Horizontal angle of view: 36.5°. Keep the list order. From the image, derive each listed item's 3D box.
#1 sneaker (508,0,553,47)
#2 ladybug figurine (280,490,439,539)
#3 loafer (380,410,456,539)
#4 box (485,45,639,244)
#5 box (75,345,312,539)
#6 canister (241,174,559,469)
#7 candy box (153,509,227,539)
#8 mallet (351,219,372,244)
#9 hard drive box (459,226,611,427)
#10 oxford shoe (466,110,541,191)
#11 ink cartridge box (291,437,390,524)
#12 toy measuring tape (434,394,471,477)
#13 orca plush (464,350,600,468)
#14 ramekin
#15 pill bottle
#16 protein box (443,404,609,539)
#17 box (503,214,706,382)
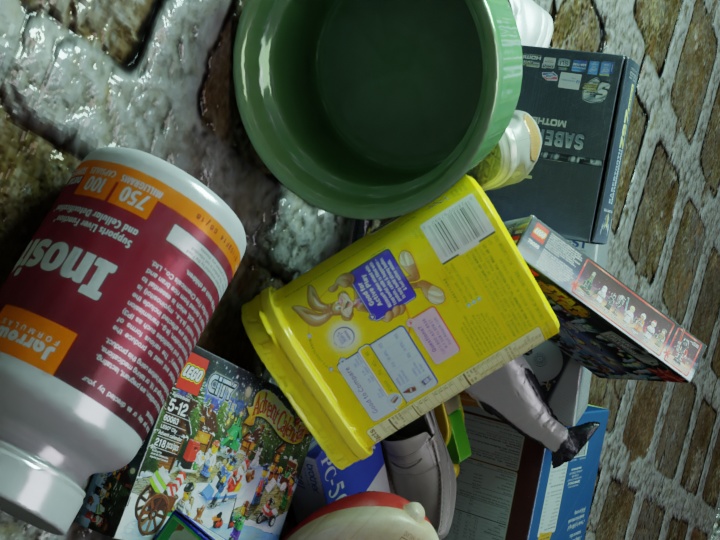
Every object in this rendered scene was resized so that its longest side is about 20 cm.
[{"bbox_3d":[0.127,-0.184,1.071,0.088,0.075,0.202,29,70,-46],"label":"sneaker"},{"bbox_3d":[-0.013,0.248,0.905,0.135,0.200,0.072,34,27,-24],"label":"ladybug figurine"},{"bbox_3d":[0.042,0.156,1.006,0.070,0.069,0.202,-16,94,-65],"label":"loafer"},{"bbox_3d":[0.131,-0.116,0.958,0.051,0.199,0.159,1,100,-62],"label":"box"},{"bbox_3d":[-0.110,0.140,0.805,0.200,0.037,0.138,37,69,-57],"label":"box"},{"bbox_3d":[0.033,0.038,0.825,0.149,0.199,0.087,57,4,-19],"label":"canister"},{"bbox_3d":[-0.113,0.294,0.743,0.169,0.077,0.201,44,74,-38],"label":"candy box"},{"bbox_3d":[0.000,0.000,0.946,0.066,0.041,0.202,33,68,-58],"label":"mallet"},{"bbox_3d":[0.158,0.038,1.094,0.077,0.155,0.202,-24,120,-66],"label":"hard drive box"},{"bbox_3d":[0.079,-0.091,0.894,0.057,0.200,0.076,-18,96,-28],"label":"oxford shoe"},{"bbox_3d":[-0.016,0.206,0.980,0.094,0.044,0.201,-49,139,-42],"label":"ink cartridge box"},{"bbox_3d":[0.056,0.111,1.071,0.073,0.073,0.202,-16,92,-56],"label":"toy measuring tape"},{"bbox_3d":[0.142,0.087,1.028,0.106,0.199,0.071,-57,177,36],"label":"orca plush"},{"bbox_3d":[0.018,-0.143,0.772,0.098,0.198,0.202,-24,121,-62],"label":"ramekin"},{"bbox_3d":[-0.155,0.040,0.620,0.201,0.112,0.113,-64,147,-23],"label":"pill bottle"},{"bbox_3d":[0.166,0.239,1.207,0.198,0.134,0.202,8,94,-60],"label":"protein box"},{"bbox_3d":[0.182,0.029,0.948,0.199,0.137,0.040,35,75,-15],"label":"box"}]
